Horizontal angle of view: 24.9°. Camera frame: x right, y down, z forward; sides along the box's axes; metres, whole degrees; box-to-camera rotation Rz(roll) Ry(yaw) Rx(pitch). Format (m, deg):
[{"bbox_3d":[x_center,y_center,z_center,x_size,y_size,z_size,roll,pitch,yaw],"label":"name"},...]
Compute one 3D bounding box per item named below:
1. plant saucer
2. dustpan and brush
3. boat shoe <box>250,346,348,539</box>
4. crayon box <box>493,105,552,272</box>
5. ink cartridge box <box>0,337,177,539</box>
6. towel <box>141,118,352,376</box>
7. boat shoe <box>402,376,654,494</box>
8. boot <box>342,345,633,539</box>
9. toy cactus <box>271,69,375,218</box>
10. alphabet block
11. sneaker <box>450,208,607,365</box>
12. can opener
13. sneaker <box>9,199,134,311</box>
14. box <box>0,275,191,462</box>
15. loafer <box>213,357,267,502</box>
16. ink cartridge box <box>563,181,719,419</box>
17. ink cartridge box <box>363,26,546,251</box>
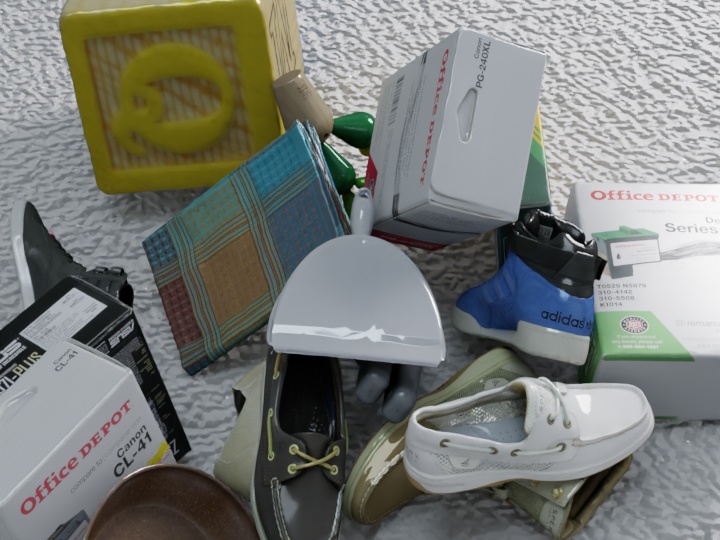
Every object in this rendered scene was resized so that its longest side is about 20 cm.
[{"bbox_3d":[-0.137,0.242,1.176,0.036,0.201,0.202,-19,37,37],"label":"plant saucer"},{"bbox_3d":[0.000,0.000,1.299,0.138,0.058,0.202,6,55,-2],"label":"dustpan and brush"},{"bbox_3d":[-0.045,0.135,1.250,0.071,0.061,0.203,5,57,-16],"label":"boat shoe"},{"bbox_3d":[0.139,-0.082,1.453,0.051,0.127,0.202,-5,46,3],"label":"crayon box"},{"bbox_3d":[-0.208,0.177,1.212,0.085,0.201,0.148,20,53,36],"label":"ink cartridge box"},{"bbox_3d":[-0.099,-0.020,1.415,0.199,0.022,0.148,-34,60,21],"label":"towel"},{"bbox_3d":[0.129,0.114,1.219,0.197,0.070,0.071,-12,44,-11],"label":"boat shoe"},{"bbox_3d":[0.098,0.161,1.273,0.199,0.073,0.154,-35,54,-23],"label":"boot"},{"bbox_3d":[-0.030,-0.100,1.475,0.199,0.166,0.102,-36,24,-17],"label":"toy cactus"},{"bbox_3d":[-0.162,-0.211,1.557,0.192,0.198,0.201,-6,36,6],"label":"alphabet block"},{"bbox_3d":[0.137,0.008,1.330,0.076,0.113,0.200,13,0,-16],"label":"sneaker"},{"bbox_3d":[0.022,0.074,1.335,0.052,0.067,0.200,33,16,-8],"label":"can opener"},{"bbox_3d":[-0.259,0.008,1.479,0.098,0.071,0.201,-15,52,-8],"label":"sneaker"},{"bbox_3d":[-0.250,0.134,1.284,0.086,0.165,0.200,24,55,39],"label":"box"},{"bbox_3d":[-0.071,0.102,1.351,0.067,0.076,0.201,9,50,10],"label":"loafer"},{"bbox_3d":[0.249,0.022,1.356,0.144,0.085,0.202,0,47,-3],"label":"ink cartridge box"},{"bbox_3d":[0.073,-0.104,1.368,0.082,0.200,0.147,14,80,-16],"label":"ink cartridge box"}]
